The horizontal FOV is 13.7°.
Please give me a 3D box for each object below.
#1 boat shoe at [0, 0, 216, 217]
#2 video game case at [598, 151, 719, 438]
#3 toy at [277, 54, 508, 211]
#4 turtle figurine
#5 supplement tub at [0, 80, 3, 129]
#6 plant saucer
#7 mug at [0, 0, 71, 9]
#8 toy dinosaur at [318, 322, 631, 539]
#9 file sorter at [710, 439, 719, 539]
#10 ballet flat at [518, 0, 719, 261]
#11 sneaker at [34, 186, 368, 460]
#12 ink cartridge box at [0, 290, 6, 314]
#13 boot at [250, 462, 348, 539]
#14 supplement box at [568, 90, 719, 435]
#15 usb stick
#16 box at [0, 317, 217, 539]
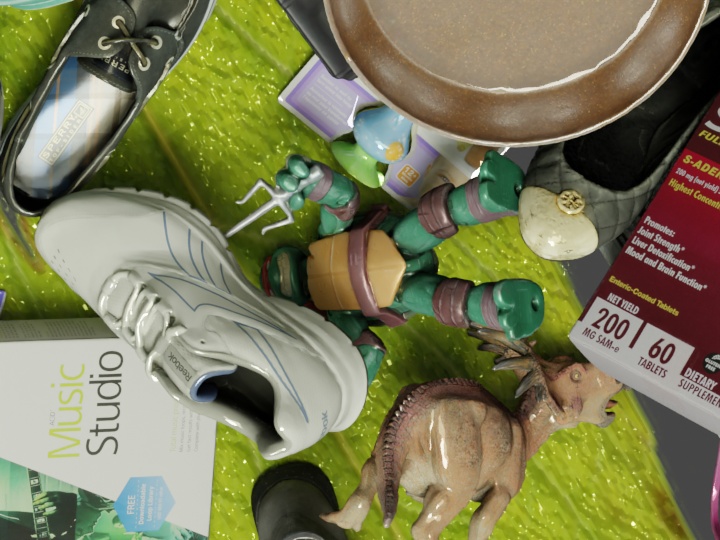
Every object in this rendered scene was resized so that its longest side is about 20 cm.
[{"bbox_3d":[-0.131,-0.112,1.610,0.069,0.057,0.200,29,105,-14],"label":"boat shoe"},{"bbox_3d":[0.231,-0.021,1.621,0.182,0.200,0.023,-35,150,8],"label":"video game case"},{"bbox_3d":[0.057,-0.120,1.609,0.115,0.047,0.200,39,116,-8],"label":"toy"},{"bbox_3d":[0.000,0.000,1.630,0.199,0.101,0.150,-10,105,31],"label":"turtle figurine"},{"bbox_3d":[-0.257,-0.060,1.541,0.144,0.200,0.145,-2,110,-5],"label":"supplement tub"},{"bbox_3d":[0.079,-0.159,1.528,0.199,0.035,0.201,-1,121,-1],"label":"plant saucer"},{"bbox_3d":[-0.165,-0.195,1.509,0.152,0.185,0.115,-13,117,20],"label":"mug"},{"bbox_3d":[0.055,0.088,1.657,0.086,0.200,0.136,29,107,29],"label":"toy dinosaur"},{"bbox_3d":[0.307,0.122,1.694,0.199,0.139,0.126,5,111,-7],"label":"file sorter"},{"bbox_3d":[0.148,-0.083,1.598,0.066,0.057,0.200,38,64,6],"label":"ballet flat"},{"bbox_3d":[-0.090,0.025,1.577,0.200,0.087,0.075,33,119,10],"label":"sneaker"},{"bbox_3d":[-0.318,0.081,1.673,0.199,0.043,0.199,14,108,-11],"label":"ink cartridge box"},{"bbox_3d":[-0.014,0.218,1.702,0.070,0.132,0.200,-25,110,3],"label":"boot"},{"bbox_3d":[0.211,-0.017,1.581,0.200,0.109,0.061,-58,149,-7],"label":"supplement box"},{"bbox_3d":[-0.047,-0.189,1.578,0.055,0.033,0.200,-36,94,19],"label":"usb stick"},{"bbox_3d":[-0.179,0.099,1.674,0.199,0.036,0.145,-2,110,-17],"label":"box"}]
